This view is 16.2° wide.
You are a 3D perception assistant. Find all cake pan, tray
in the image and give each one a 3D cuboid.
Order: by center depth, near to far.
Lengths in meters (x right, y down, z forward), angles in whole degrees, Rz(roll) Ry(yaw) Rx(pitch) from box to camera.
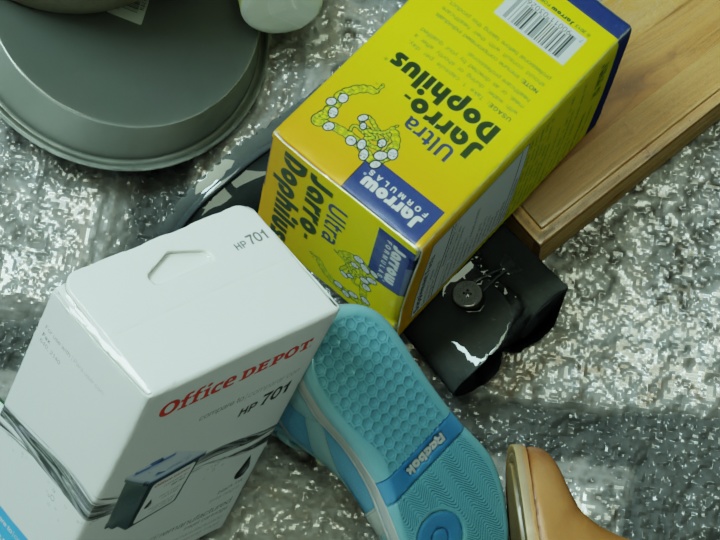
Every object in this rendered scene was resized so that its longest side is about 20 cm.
[{"bbox_3d":[-0.147,-0.159,1.538,0.199,0.037,0.202,7,67,-17],"label":"cake pan"},{"bbox_3d":[0.153,-0.105,1.549,0.200,0.037,0.099,-38,74,-11],"label":"tray"}]

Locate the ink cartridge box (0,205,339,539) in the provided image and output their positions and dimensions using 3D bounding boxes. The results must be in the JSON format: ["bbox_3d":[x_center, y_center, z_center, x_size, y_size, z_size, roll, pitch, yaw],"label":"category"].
[{"bbox_3d":[-0.117,0.077,1.364,0.146,0.200,0.086,-24,65,-41],"label":"ink cartridge box"}]

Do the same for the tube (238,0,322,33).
[{"bbox_3d":[-0.062,-0.236,1.566,0.052,0.058,0.201,-18,55,10],"label":"tube"}]

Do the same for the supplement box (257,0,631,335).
[{"bbox_3d":[0.047,-0.082,1.447,0.109,0.109,0.200,38,63,12],"label":"supplement box"}]

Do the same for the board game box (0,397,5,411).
[{"bbox_3d":[-0.269,0.154,1.455,0.199,0.041,0.200,43,75,14],"label":"board game box"}]

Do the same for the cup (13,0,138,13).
[{"bbox_3d":[-0.148,-0.249,1.433,0.199,0.143,0.202,-1,94,-18],"label":"cup"}]

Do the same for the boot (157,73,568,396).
[{"bbox_3d":[0.001,-0.001,1.503,0.165,0.066,0.200,-40,79,-11],"label":"boot"}]

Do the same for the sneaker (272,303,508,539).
[{"bbox_3d":[0.002,0.101,1.461,0.079,0.130,0.201,-37,110,-24],"label":"sneaker"}]

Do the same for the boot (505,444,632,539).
[{"bbox_3d":[0.174,0.174,1.427,0.154,0.077,0.201,-19,73,-5],"label":"boot"}]
